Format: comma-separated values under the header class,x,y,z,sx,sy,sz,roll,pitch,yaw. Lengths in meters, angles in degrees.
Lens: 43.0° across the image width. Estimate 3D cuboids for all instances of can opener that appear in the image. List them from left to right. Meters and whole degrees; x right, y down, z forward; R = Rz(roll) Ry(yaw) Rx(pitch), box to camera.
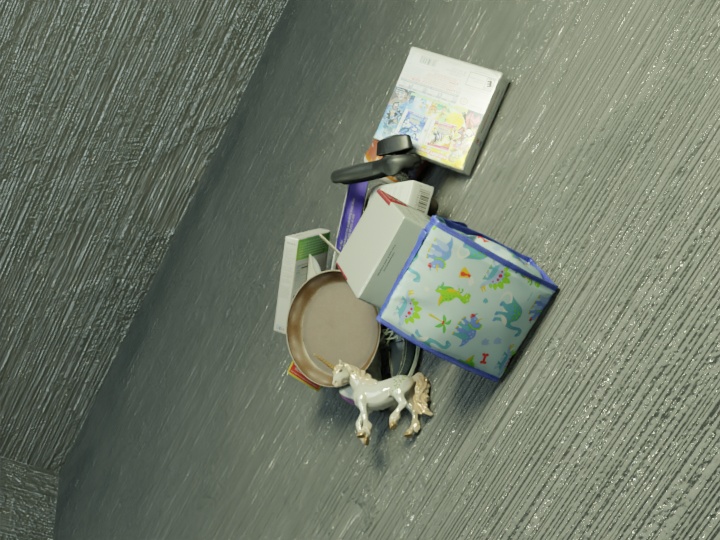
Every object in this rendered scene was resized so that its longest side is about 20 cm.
class,x,y,z,sx,sy,sz,roll,pitch,yaw
can opener,0.029,-0.187,1.666,0.199,0.063,0.080,-15,71,44

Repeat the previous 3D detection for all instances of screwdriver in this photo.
class,x,y,z,sx,sy,sz,roll,pitch,yaw
screwdriver,0.000,0.000,1.652,0.029,0.200,0.028,-42,1,12

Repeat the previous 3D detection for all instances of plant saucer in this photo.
class,x,y,z,sx,sy,sz,roll,pitch,yaw
plant saucer,-0.043,0.101,1.593,0.198,0.032,0.203,-3,85,31

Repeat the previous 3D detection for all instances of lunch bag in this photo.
class,x,y,z,sx,sy,sz,roll,pitch,yaw
lunch bag,0.141,0.034,1.281,0.171,0.198,0.128,-61,24,14

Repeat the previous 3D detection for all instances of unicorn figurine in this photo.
class,x,y,z,sx,sy,sz,roll,pitch,yaw
unicorn figurine,0.024,0.207,1.487,0.074,0.197,0.139,69,-161,-55

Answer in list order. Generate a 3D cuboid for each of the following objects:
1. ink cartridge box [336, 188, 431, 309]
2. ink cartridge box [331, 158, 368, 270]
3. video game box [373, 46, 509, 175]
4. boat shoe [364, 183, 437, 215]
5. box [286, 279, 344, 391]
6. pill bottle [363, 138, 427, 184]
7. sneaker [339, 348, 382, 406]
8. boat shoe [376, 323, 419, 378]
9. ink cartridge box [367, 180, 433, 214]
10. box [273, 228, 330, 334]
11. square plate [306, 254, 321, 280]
class,x,y,z,sx,sy,sz,roll,pitch,yaw
ink cartridge box,0.092,-0.005,1.429,0.146,0.198,0.145,-59,25,11
ink cartridge box,-0.023,-0.081,1.796,0.201,0.043,0.200,101,179,-57
video game box,0.143,-0.287,1.638,0.198,0.047,0.184,25,90,31
boat shoe,0.074,-0.119,1.733,0.199,0.073,0.075,12,83,61
box,-0.058,0.115,1.666,0.202,0.075,0.050,-62,-9,17
pill bottle,0.099,-0.265,1.757,0.201,0.111,0.113,-57,25,22
sneaker,0.003,0.179,1.612,0.101,0.074,0.200,-65,23,7
boat shoe,0.064,0.100,1.565,0.075,0.061,0.202,-37,38,47
ink cartridge box,0.054,-0.074,1.643,0.200,0.047,0.162,-176,101,-70
box,-0.120,0.019,1.901,0.144,0.036,0.203,-19,-59,-63
square plate,-0.086,0.091,1.798,0.200,0.028,0.201,-116,28,-70
